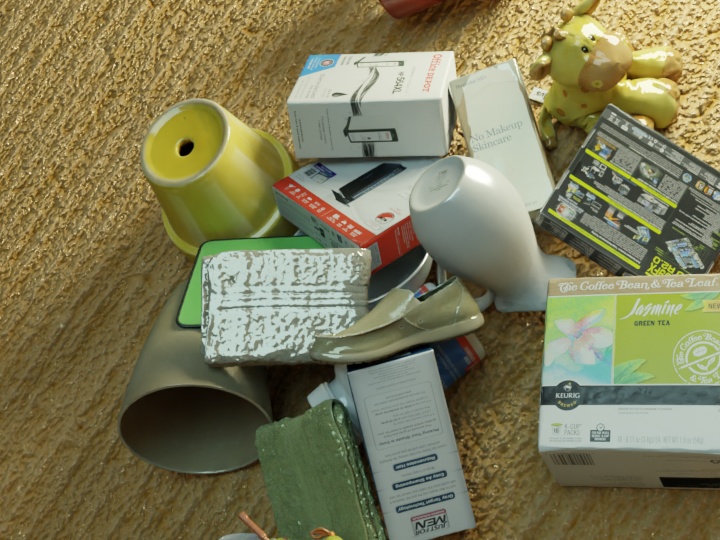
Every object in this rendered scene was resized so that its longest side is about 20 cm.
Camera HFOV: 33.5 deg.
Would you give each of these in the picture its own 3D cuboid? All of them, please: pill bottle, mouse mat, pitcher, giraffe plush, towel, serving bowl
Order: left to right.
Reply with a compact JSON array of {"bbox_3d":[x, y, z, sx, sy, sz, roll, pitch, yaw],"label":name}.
[{"bbox_3d":[-0.115,0.011,1.446,0.197,0.008,0.162,-1,41,10],"label":"mouse mat"},{"bbox_3d":[-0.085,0.043,1.358,0.197,0.034,0.135,0,80,2],"label":"towel"},{"bbox_3d":[-0.044,0.256,1.343,0.147,0.036,0.202,-24,80,37],"label":"towel"},{"bbox_3d":[0.000,0.000,1.483,0.197,0.066,0.201,-11,39,9],"label":"serving bowl"},{"bbox_3d":[0.039,0.117,1.396,0.199,0.112,0.112,-40,57,0],"label":"pill bottle"},{"bbox_3d":[0.127,-0.028,1.369,0.170,0.200,0.122,-22,38,36],"label":"pitcher"},{"bbox_3d":[0.283,-0.247,1.452,0.197,0.162,0.175,4,66,23],"label":"giraffe plush"}]

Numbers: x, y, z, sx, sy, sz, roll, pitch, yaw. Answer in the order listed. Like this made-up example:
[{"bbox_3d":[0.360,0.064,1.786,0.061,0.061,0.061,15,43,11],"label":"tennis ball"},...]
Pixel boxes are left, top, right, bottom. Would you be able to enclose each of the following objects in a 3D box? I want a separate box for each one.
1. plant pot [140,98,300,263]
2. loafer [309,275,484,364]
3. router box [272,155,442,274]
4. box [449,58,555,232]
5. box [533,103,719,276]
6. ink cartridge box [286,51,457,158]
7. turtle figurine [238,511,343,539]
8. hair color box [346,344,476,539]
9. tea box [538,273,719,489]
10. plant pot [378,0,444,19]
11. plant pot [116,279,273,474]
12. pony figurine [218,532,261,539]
[{"bbox_3d":[-0.190,-0.119,1.564,0.198,0.189,0.203,-9,62,18],"label":"plant pot"},{"bbox_3d":[0.035,0.055,1.301,0.197,0.076,0.069,-14,91,-15],"label":"loafer"},{"bbox_3d":[0.016,-0.093,1.489,0.178,0.049,0.199,-32,40,-22],"label":"router box"},{"bbox_3d":[0.181,-0.147,1.474,0.094,0.078,0.202,-19,69,11],"label":"box"},{"bbox_3d":[0.325,-0.071,1.373,0.199,0.044,0.161,32,79,7],"label":"box"},{"bbox_3d":[0.021,-0.213,1.528,0.197,0.085,0.147,-1,33,12],"label":"ink cartridge box"},{"bbox_3d":[-0.042,0.330,1.283,0.198,0.163,0.065,20,40,14],"label":"turtle figurine"},{"bbox_3d":[0.055,0.191,1.312,0.099,0.061,0.203,-14,95,0],"label":"hair color box"},{"bbox_3d":[0.302,0.120,1.275,0.197,0.134,0.199,-3,63,21],"label":"tea box"},{"bbox_3d":[0.103,-0.452,1.625,0.193,0.201,0.203,-22,58,19],"label":"plant pot"},{"bbox_3d":[-0.196,0.114,1.468,0.185,0.188,0.202,-15,47,14],"label":"plant pot"},{"bbox_3d":[-0.179,0.378,1.325,0.199,0.192,0.168,-31,52,27],"label":"pony figurine"}]
